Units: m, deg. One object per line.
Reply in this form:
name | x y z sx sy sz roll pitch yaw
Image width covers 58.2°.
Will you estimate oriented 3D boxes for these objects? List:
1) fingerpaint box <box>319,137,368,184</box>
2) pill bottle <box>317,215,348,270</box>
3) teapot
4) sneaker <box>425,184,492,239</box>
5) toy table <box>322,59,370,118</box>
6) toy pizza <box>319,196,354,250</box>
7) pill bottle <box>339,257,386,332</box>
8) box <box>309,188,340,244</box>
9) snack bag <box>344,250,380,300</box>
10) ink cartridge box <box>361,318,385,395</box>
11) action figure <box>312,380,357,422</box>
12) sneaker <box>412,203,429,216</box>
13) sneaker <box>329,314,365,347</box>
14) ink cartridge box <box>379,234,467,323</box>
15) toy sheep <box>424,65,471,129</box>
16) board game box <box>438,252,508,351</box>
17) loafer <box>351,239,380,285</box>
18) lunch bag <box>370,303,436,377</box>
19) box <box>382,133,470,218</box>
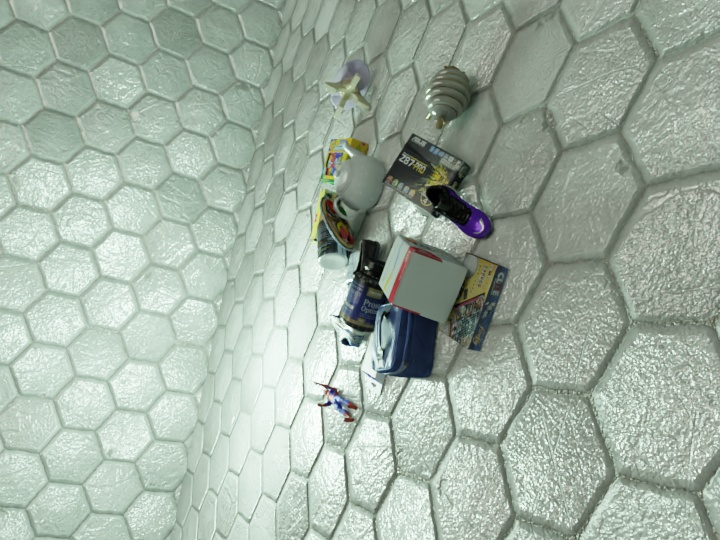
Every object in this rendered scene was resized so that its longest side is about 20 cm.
fingerpaint box | -0.064 -0.390 2.352 0.200 0.073 0.168 23 97 64
pill bottle | -0.097 -0.110 2.231 0.106 0.106 0.201 -45 39 46
teapot | -0.022 -0.292 2.134 0.198 0.146 0.200 -62 29 25
sneaker | 0.227 -0.144 1.564 0.200 0.099 0.070 46 114 36
toy table | -0.044 -0.657 2.360 0.117 0.183 0.201 -82 10 -52
toy pizza | -0.068 -0.159 2.129 0.032 0.200 0.201 -27 46 18
pill bottle | 0.022 0.069 1.892 0.112 0.111 0.201 41 114 62
box | -0.127 -0.192 2.372 0.050 0.075 0.201 -4 74 63
snack bag | -0.001 0.030 2.061 0.188 0.021 0.201 -11 67 61
ink cartridge box | 0.049 0.244 1.834 0.095 0.037 0.201 16 93 64
action figure | -0.093 0.394 1.969 0.200 0.099 0.066 21 94 66
sneaker | 0.184 -0.247 1.797 0.079 0.074 0.201 -36 51 39
sneaker | -0.049 0.190 2.014 0.200 0.077 0.086 18 97 65
ink cartridge box | 0.147 0.015 1.585 0.200 0.145 0.145 -121 51 -74
toy sheep | 0.232 -0.464 1.743 0.138 0.137 0.201 -21 54 59
board game box | 0.260 0.070 1.503 0.135 0.034 0.201 33 106 63
loafer | 0.000 0.000 1.982 0.072 0.063 0.201 29 101 63
lunch bag | 0.103 0.169 1.652 0.136 0.132 0.201 -21 58 59
box | 0.172 -0.254 1.726 0.200 0.049 0.162 39 98 37
